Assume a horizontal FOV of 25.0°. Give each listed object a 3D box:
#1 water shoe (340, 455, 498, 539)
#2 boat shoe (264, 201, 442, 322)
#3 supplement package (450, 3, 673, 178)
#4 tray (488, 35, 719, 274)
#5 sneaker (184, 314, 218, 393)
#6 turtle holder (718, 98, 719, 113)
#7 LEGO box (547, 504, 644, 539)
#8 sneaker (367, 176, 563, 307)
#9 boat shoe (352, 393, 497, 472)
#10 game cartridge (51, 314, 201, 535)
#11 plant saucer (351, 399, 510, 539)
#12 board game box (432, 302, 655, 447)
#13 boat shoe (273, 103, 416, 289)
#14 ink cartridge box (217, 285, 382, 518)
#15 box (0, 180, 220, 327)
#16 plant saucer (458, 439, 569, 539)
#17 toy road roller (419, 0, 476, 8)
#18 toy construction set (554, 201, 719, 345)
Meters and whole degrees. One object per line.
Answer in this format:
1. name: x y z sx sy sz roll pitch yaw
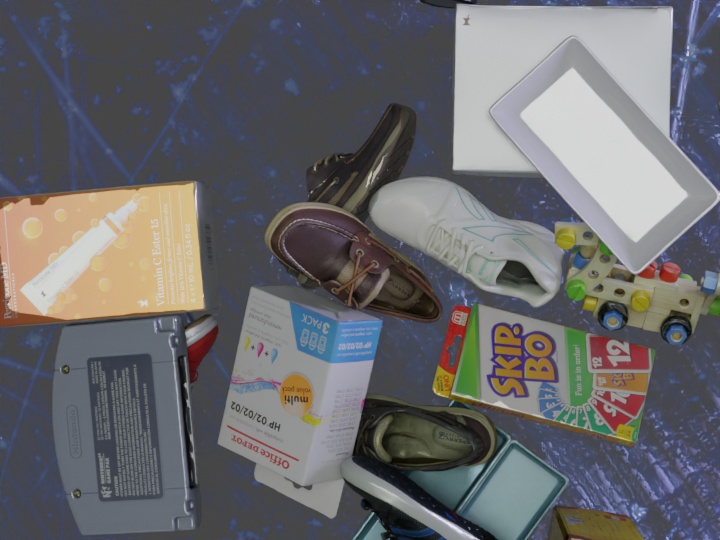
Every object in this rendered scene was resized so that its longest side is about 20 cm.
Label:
1. water shoe: 0.052 0.250 1.504 0.200 0.072 0.079 36 96 -13
2. boat shoe: 0.000 0.000 1.504 0.200 0.072 0.072 31 99 -39
3. supplement package: 0.186 -0.165 1.527 0.200 0.111 0.156 1 90 3
4. tray: 0.218 -0.104 1.459 0.107 0.022 0.200 -42 89 3
5. sneaker: -0.186 0.141 1.567 0.200 0.071 0.113 -43 84 10
6. turtle holder: 0.400 -0.155 1.505 0.141 0.132 0.186 45 92 1
7. LEGO box: 0.209 0.306 1.484 0.077 0.200 0.149 8 91 3
8. sneaker: 0.102 -0.028 1.523 0.200 0.080 0.071 20 122 -10
9. boat shoe: 0.026 0.156 1.542 0.200 0.066 0.072 2 88 18
10. game cartridge: -0.222 0.146 1.523 0.133 0.042 0.200 -5 91 19
11. plant saucer: 0.062 0.222 1.568 0.070 0.019 0.200 36 93 17
12. board game box: 0.175 0.097 1.559 0.200 0.030 0.096 14 73 5
13. boat shoe: -0.020 -0.079 1.554 0.073 0.074 0.200 33 94 12
14. ink cartridge box: -0.062 0.125 1.525 0.115 0.068 0.200 20 103 37
15. box: -0.243 -0.015 1.556 0.200 0.097 0.125 -5 90 3
16. plant saucer: 0.117 0.263 1.579 0.070 0.019 0.200 36 91 3
17. toy road roller: 0.035 -0.324 1.516 0.200 0.146 0.123 9 90 3
18. toy construction set: 0.272 0.001 1.518 0.200 0.092 0.131 21 123 16
